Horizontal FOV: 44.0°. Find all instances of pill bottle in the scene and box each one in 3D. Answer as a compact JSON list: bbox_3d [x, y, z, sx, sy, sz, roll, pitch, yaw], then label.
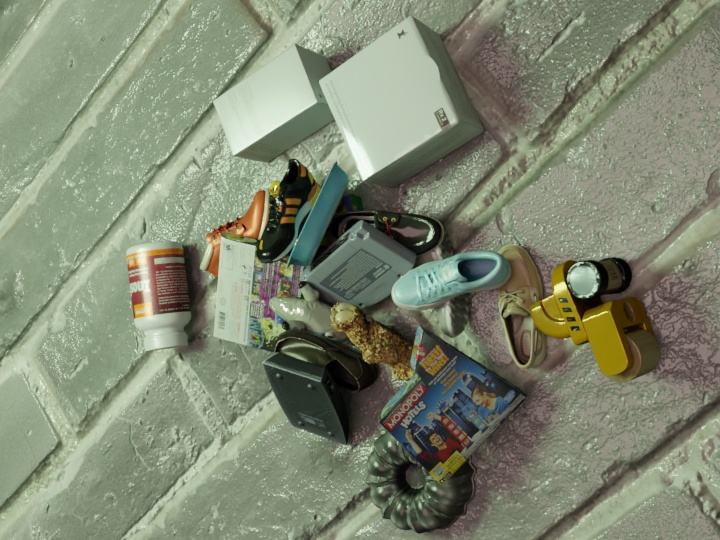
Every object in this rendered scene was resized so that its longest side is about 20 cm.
[{"bbox_3d":[-0.391,0.051,1.741,0.111,0.113,0.204,-11,85,26],"label":"pill bottle"}]

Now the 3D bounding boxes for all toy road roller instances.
[{"bbox_3d":[0.352,0.081,1.363,0.145,0.122,0.203,-30,74,38],"label":"toy road roller"}]

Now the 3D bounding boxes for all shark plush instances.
[{"bbox_3d":[-0.063,0.087,1.569,0.083,0.197,0.092,147,136,-64],"label":"shark plush"}]

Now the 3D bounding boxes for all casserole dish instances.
[{"bbox_3d":[-0.068,-0.089,1.514,0.038,0.121,0.202,26,77,-2],"label":"casserole dish"}]

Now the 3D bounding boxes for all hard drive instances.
[{"bbox_3d":[-0.089,0.223,1.561,0.133,0.202,0.043,14,54,27],"label":"hard drive"}]

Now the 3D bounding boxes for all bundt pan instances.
[{"bbox_3d":[0.092,0.350,1.515,0.199,0.075,0.206,-1,89,27],"label":"bundt pan"}]

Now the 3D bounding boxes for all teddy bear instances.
[{"bbox_3d":[0.028,0.124,1.504,0.198,0.145,0.067,32,96,-23],"label":"teddy bear"}]

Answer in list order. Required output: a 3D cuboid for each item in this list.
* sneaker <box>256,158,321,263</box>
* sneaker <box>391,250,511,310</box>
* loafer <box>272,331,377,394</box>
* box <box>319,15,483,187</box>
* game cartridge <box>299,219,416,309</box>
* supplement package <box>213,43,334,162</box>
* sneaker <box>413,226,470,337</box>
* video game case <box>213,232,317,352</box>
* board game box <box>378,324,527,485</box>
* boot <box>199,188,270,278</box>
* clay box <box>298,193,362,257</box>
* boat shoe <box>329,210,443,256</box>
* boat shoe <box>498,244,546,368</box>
[{"bbox_3d":[-0.141,-0.106,1.552,0.069,0.090,0.202,-1,47,37],"label":"sneaker"},{"bbox_3d":[0.138,0.006,1.412,0.197,0.082,0.075,-18,69,9],"label":"sneaker"},{"bbox_3d":[-0.069,0.161,1.574,0.197,0.071,0.074,15,113,13],"label":"loafer"},{"bbox_3d":[0.069,-0.277,1.497,0.198,0.130,0.202,-29,77,24],"label":"box"},{"bbox_3d":[0.000,0.000,1.509,0.132,0.041,0.199,34,138,-18],"label":"game cartridge"},{"bbox_3d":[-0.145,-0.298,1.614,0.198,0.117,0.119,-27,77,25],"label":"supplement package"},{"bbox_3d":[0.127,0.020,1.507,0.081,0.074,0.203,-24,68,31],"label":"sneaker"},{"bbox_3d":[-0.175,0.047,1.623,0.178,0.036,0.204,12,112,12],"label":"video game case"},{"bbox_3d":[0.128,0.198,1.431,0.200,0.062,0.200,-44,96,0],"label":"board game box"},{"bbox_3d":[-0.228,-0.069,1.649,0.106,0.075,0.202,21,108,-10],"label":"boot"},{"bbox_3d":[-0.084,-0.059,1.621,0.197,0.047,0.117,-13,83,26],"label":"clay box"},{"bbox_3d":[0.042,-0.062,1.494,0.198,0.063,0.075,4,86,28],"label":"boat shoe"},{"bbox_3d":[0.256,0.057,1.437,0.071,0.065,0.204,-10,86,26],"label":"boat shoe"}]
